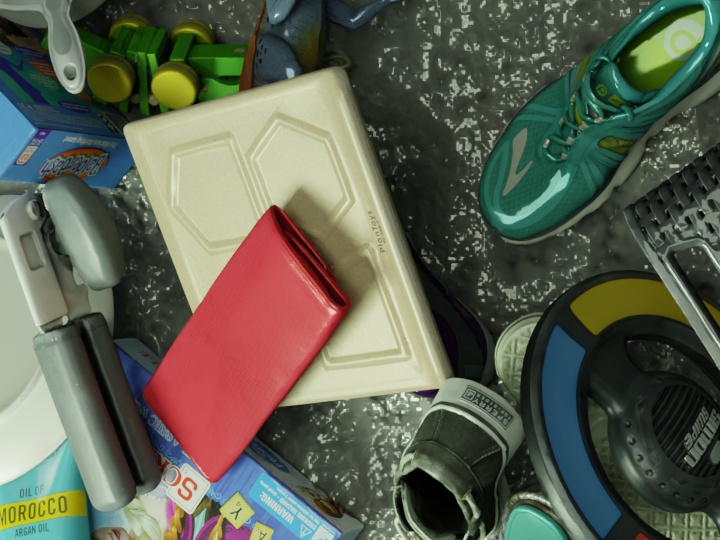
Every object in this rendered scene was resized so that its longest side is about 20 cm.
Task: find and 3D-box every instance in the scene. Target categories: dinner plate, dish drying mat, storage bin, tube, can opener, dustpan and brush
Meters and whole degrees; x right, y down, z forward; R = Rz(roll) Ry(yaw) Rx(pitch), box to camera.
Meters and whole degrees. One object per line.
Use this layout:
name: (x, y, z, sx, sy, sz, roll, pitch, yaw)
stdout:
dinner plate: (-0.250, 0.043, 1.235, 0.198, 0.024, 0.202, -8, 70, 23)
dish drying mat: (-0.069, 0.047, 1.107, 0.077, 0.018, 0.200, 50, 138, 12)
storage bin: (0.227, 0.000, 1.000, 0.093, 0.200, 0.136, -35, 79, 17)
tube: (-0.195, 0.195, 1.194, 0.077, 0.050, 0.202, -13, 77, 14)
can opener: (-0.162, 0.043, 1.155, 0.066, 0.053, 0.202, -17, 94, 34)
dustpan and brush: (-0.189, -0.180, 1.177, 0.138, 0.057, 0.202, -20, 63, 3)

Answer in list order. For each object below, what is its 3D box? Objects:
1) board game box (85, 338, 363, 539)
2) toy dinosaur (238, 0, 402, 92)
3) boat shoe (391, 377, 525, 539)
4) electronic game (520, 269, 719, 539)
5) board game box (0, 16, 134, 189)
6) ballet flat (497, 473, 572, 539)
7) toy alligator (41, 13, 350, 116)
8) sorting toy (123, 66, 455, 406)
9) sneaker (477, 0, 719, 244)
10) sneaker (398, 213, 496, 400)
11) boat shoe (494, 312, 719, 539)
board game box: (-0.131, 0.182, 1.213, 0.199, 0.041, 0.201, 36, 102, 17)
toy dinosaur: (-0.047, -0.150, 1.123, 0.198, 0.105, 0.183, -19, 77, 11)
boat shoe: (0.045, 0.124, 1.070, 0.070, 0.200, 0.064, 31, 69, 13)
electronic game: (0.171, 0.092, 1.035, 0.042, 0.199, 0.201, -40, 76, 48)
board game box: (-0.242, -0.134, 1.196, 0.200, 0.152, 0.045, 45, 104, 15)
ballet flat: (0.105, 0.184, 1.103, 0.072, 0.072, 0.201, 30, 136, 17)
toy alligator: (-0.104, -0.120, 1.202, 0.198, 0.060, 0.055, 7, 131, 7)
sorting toy: (-0.040, -0.014, 1.085, 0.199, 0.036, 0.187, -8, 107, 46)
sneaker: (0.139, -0.097, 1.097, 0.200, 0.080, 0.078, -45, 76, 15)
sneaker: (0.000, 0.000, 1.142, 0.200, 0.087, 0.075, 43, 103, 14)
boat shoe: (0.153, 0.103, 1.103, 0.074, 0.062, 0.200, -40, 93, 13)
